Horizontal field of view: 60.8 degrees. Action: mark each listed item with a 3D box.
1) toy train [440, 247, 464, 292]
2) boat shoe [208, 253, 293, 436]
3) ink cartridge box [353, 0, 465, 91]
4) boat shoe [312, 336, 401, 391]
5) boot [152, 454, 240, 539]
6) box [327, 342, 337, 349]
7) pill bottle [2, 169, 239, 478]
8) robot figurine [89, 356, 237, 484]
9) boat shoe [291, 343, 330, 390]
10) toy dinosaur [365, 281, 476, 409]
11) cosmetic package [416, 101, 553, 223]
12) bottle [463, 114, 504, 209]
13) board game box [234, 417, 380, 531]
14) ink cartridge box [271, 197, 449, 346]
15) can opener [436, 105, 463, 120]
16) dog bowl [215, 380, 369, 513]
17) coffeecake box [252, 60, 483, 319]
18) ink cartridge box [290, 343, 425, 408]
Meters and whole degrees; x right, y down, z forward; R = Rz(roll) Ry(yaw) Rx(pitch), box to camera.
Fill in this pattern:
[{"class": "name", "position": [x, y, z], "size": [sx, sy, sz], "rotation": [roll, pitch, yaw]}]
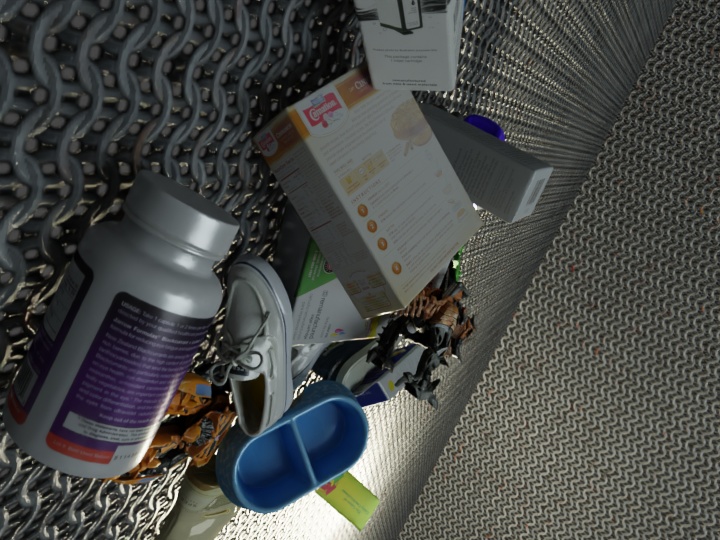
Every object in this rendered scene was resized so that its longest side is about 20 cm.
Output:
[{"class": "toy train", "position": [0.133, -0.036, 0.897], "size": [0.057, 0.040, 0.206], "rotation": [70, 27, -61]}, {"class": "boat shoe", "position": [-0.121, 0.090, 0.645], "size": [0.086, 0.073, 0.208], "rotation": [-46, 143, -53]}, {"class": "ink cartridge box", "position": [0.042, -0.273, 0.500], "size": [0.201, 0.081, 0.150], "rotation": [67, 31, -63]}, {"class": "boat shoe", "position": [0.005, 0.109, 0.876], "size": [0.199, 0.061, 0.077], "rotation": [-34, 144, -49]}, {"class": "boot", "position": [-0.198, 0.330, 0.833], "size": [0.158, 0.072, 0.199], "rotation": [-61, 157, 2]}, {"class": "box", "position": [0.007, 0.027, 0.929], "size": [0.201, 0.049, 0.076], "rotation": [-50, 156, -21]}, {"class": "pill bottle", "position": [-0.170, 0.036, 0.457], "size": [0.204, 0.110, 0.111], "rotation": [-61, 158, 6]}, {"class": "robot figurine", "position": [-0.195, 0.160, 0.636], "size": [0.147, 0.057, 0.200], "rotation": [-57, 158, -1]}, {"class": "boat shoe", "position": [-0.078, 0.081, 0.799], "size": [0.200, 0.072, 0.067], "rotation": [-48, 140, -32]}, {"class": "toy dinosaur", "position": [0.071, 0.065, 0.705], "size": [0.198, 0.102, 0.138], "rotation": [33, 91, -35]}, {"class": "cosmetic package", "position": [0.137, -0.143, 0.791], "size": [0.101, 0.197, 0.073], "rotation": [-18, 137, -57]}, {"class": "bottle", "position": [0.202, -0.177, 1.053], "size": [0.066, 0.082, 0.201], "rotation": [-52, 157, -15]}, {"class": "board game box", "position": [-0.072, 0.253, 0.817], "size": [0.048, 0.200, 0.101], "rotation": [-49, -163, -19]}, {"class": "ink cartridge box", "position": [0.000, 0.000, 0.718], "size": [0.195, 0.084, 0.148], "rotation": [-2, 127, -31]}, {"class": "can opener", "position": [0.109, -0.144, 0.927], "size": [0.067, 0.052, 0.203], "rotation": [-49, 156, -36]}, {"class": "dog bowl", "position": [-0.075, 0.213, 0.734], "size": [0.196, 0.115, 0.049], "rotation": [-23, -172, -22]}, {"class": "coffeecake box", "position": [0.014, -0.085, 0.598], "size": [0.153, 0.203, 0.072], "rotation": [-40, -166, -37]}, {"class": "ink cartridge box", "position": [-0.016, 0.183, 0.937], "size": [0.194, 0.048, 0.199], "rotation": [-22, -176, 35]}]
